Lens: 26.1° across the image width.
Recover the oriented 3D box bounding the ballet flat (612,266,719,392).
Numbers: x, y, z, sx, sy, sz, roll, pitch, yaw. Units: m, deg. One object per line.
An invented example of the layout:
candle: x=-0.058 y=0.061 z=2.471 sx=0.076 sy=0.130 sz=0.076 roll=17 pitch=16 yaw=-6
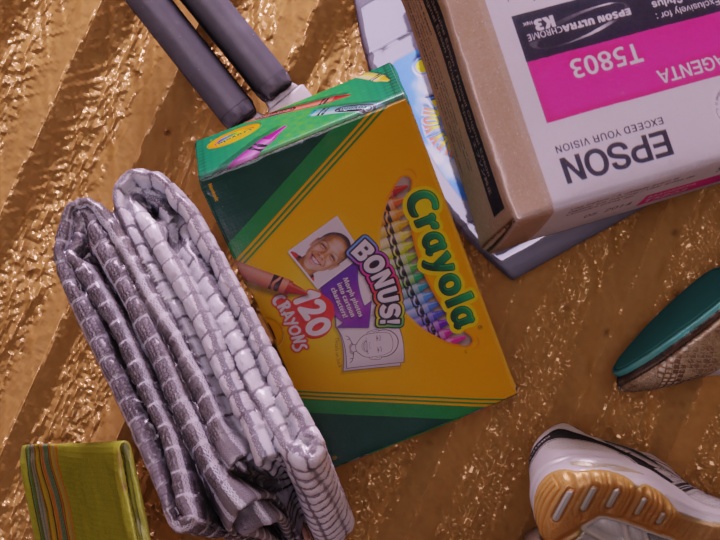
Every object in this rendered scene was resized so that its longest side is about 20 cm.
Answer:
ballet flat: x=0.233 y=0.011 z=0.894 sx=0.065 sy=0.071 sz=0.200 roll=43 pitch=93 yaw=-10

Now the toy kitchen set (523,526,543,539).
toy kitchen set: x=0.085 y=0.272 z=0.825 sx=0.163 sy=0.180 sz=0.200 roll=-34 pitch=84 yaw=2

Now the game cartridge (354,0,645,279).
game cartridge: x=0.084 y=-0.104 z=0.928 sx=0.133 sy=0.040 sz=0.201 roll=-30 pitch=84 yaw=5

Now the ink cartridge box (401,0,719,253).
ink cartridge box: x=0.142 y=-0.119 z=0.869 sx=0.199 sy=0.075 sz=0.165 roll=-17 pitch=81 yaw=-13

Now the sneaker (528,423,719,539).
sneaker: x=0.183 y=0.143 z=0.882 sx=0.200 sy=0.088 sz=0.076 roll=30 pitch=107 yaw=-16

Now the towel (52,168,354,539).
towel: x=-0.086 y=0.062 z=0.842 sx=0.085 sy=0.166 sz=0.200 roll=-28 pitch=69 yaw=-5

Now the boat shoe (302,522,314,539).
boat shoe: x=-0.031 y=0.217 z=0.893 sx=0.072 sy=0.068 sz=0.201 roll=-17 pitch=83 yaw=5

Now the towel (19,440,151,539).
towel: x=-0.153 y=0.137 z=0.851 sx=0.018 sy=0.200 sz=0.086 roll=-13 pitch=89 yaw=-26

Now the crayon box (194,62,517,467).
crayon box: x=0.000 y=0.000 z=0.866 sx=0.118 sy=0.058 sz=0.201 roll=-22 pitch=118 yaw=3

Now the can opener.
can opener: x=-0.068 y=-0.110 z=0.915 sx=0.053 sy=0.067 sz=0.200 roll=-39 pitch=91 yaw=0
